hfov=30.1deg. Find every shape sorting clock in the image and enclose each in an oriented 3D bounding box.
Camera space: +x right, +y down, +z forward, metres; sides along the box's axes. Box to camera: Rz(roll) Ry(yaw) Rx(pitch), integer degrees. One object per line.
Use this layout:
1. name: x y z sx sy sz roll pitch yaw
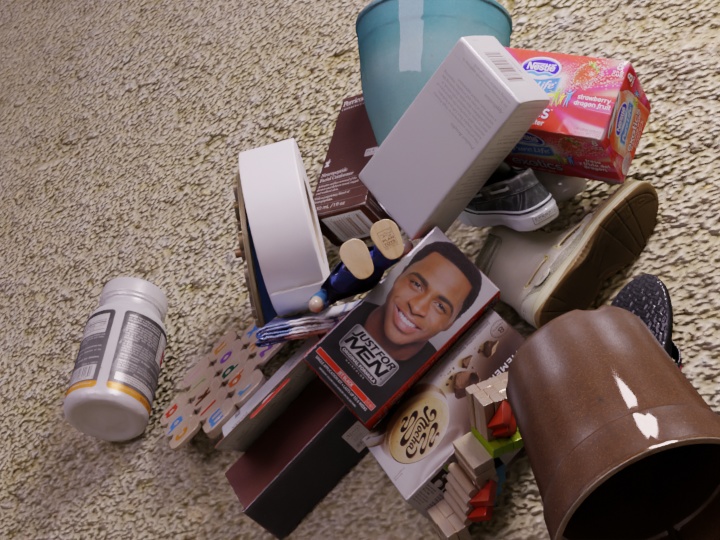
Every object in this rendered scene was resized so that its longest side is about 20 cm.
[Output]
1. shape sorting clock: -0.136 -0.025 1.658 0.039 0.202 0.201 -12 44 1

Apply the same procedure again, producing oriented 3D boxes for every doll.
1. doll: 0.000 0.000 1.452 0.136 0.049 0.200 -32 -6 -17

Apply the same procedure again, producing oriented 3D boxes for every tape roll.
1. tape roll: -0.087 -0.050 1.598 0.070 0.204 0.204 -13 44 1

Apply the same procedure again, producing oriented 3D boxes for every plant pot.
1. plant pot: 0.089 -0.215 1.649 0.198 0.199 0.191 -11 69 36
2. plant pot: 0.227 0.150 1.187 0.199 0.200 0.199 -37 41 12

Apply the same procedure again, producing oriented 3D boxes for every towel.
1. towel: -0.017 0.048 1.541 0.197 0.024 0.147 -13 5 9

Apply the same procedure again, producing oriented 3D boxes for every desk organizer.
1. desk organizer: -0.056 0.198 1.521 0.200 0.072 0.077 -46 36 1

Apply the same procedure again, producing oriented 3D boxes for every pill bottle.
1. pill bottle: -0.323 0.117 1.803 0.115 0.116 0.202 -19 45 30

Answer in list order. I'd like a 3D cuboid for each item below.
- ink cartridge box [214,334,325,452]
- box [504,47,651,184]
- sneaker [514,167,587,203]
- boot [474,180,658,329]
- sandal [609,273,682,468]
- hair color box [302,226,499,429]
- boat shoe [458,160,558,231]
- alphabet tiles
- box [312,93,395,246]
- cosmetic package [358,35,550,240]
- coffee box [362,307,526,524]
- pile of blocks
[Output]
1. ink cartridge box: -0.097 0.134 1.527 0.163 0.200 0.057 -46 72 1
2. box: 0.201 -0.172 1.457 0.198 0.096 0.101 14 70 33
3. sneaker: 0.201 -0.146 1.544 0.075 0.081 0.201 -20 35 -4
4. boot: 0.219 -0.032 1.465 0.200 0.072 0.154 -49 33 -8
5. sandal: 0.285 0.102 1.316 0.075 0.045 0.203 -21 59 37
6. hair color box: 0.045 0.061 1.420 0.200 0.061 0.101 -45 77 -6
7. boat shoe: 0.156 -0.091 1.481 0.071 0.072 0.200 -28 14 -18
8. alphabet tiles: -0.172 0.140 1.681 0.196 0.015 0.200 -45 23 -2
9. box: 0.010 -0.139 1.748 0.099 0.075 0.202 -12 48 37
10. cosmetic package: 0.097 -0.138 1.414 0.102 0.074 0.200 51 123 19
11. coffee box: 0.113 0.154 1.392 0.200 0.080 0.113 -45 38 3
12. pile of blocks: 0.129 0.199 1.317 0.062 0.081 0.202 48 129 52
